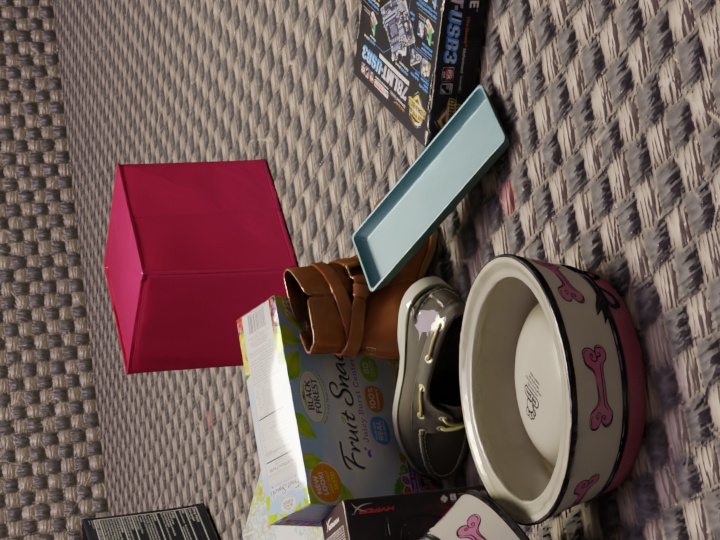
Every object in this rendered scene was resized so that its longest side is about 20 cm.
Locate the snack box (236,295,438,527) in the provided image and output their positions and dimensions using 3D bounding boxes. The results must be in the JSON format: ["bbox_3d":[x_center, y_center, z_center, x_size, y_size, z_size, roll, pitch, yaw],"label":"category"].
[{"bbox_3d":[-0.020,0.135,1.454,0.067,0.167,0.202,-33,58,40],"label":"snack box"}]

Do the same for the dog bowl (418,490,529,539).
[{"bbox_3d":[0.104,0.273,1.187,0.201,0.073,0.201,56,166,22],"label":"dog bowl"}]

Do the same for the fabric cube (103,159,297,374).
[{"bbox_3d":[-0.211,-0.005,2.006,0.197,0.197,0.201,109,151,-45],"label":"fabric cube"}]

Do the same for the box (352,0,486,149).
[{"bbox_3d":[0.054,-0.240,1.421,0.200,0.049,0.201,-126,37,-57],"label":"box"}]

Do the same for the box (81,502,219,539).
[{"bbox_3d":[-0.311,0.469,2.377,0.200,0.196,0.125,-125,35,-57],"label":"box"}]

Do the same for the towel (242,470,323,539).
[{"bbox_3d":[-0.050,0.240,1.596,0.171,0.048,0.202,43,121,54],"label":"towel"}]

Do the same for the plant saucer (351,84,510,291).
[{"bbox_3d":[0.061,-0.069,1.366,0.200,0.019,0.070,-50,43,32],"label":"plant saucer"}]

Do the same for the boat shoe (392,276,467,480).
[{"bbox_3d":[0.072,0.107,1.389,0.060,0.071,0.204,35,136,49],"label":"boat shoe"}]

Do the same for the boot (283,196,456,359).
[{"bbox_3d":[0.000,0.000,1.454,0.201,0.153,0.074,-113,28,-44],"label":"boot"}]

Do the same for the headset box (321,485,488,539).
[{"bbox_3d":[0.058,0.297,1.345,0.075,0.147,0.202,127,137,-62],"label":"headset box"}]

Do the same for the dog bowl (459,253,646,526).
[{"bbox_3d":[0.144,0.086,1.174,0.200,0.073,0.203,176,90,-70],"label":"dog bowl"}]
